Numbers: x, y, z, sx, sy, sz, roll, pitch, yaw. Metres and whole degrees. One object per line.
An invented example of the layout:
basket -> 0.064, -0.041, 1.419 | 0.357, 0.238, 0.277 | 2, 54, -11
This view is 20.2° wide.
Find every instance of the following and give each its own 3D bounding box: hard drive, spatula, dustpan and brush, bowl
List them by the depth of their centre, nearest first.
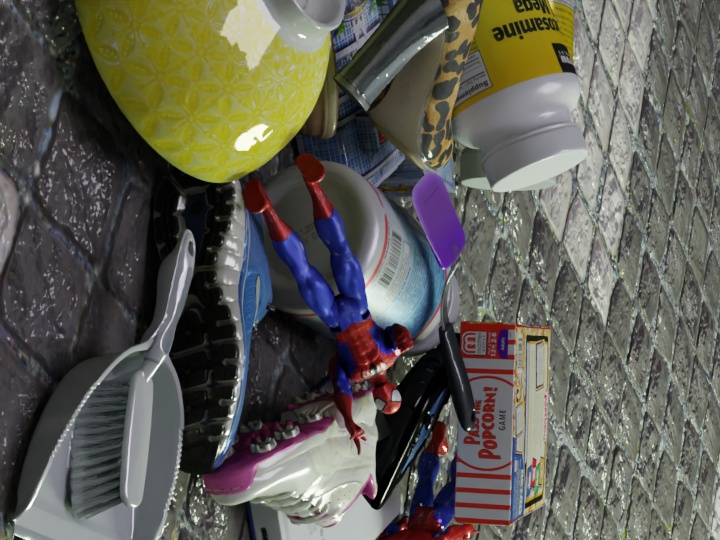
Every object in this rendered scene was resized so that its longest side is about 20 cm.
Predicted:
dustpan and brush -> -0.136, 0.072, 1.204 | 0.140, 0.057, 0.202 | 38, 54, -59
bowl -> -0.074, -0.166, 1.238 | 0.200, 0.107, 0.201 | 40, 39, -44
spatula -> 0.064, 0.026, 1.440 | 0.057, 0.020, 0.201 | -51, 138, -56
hard drive -> -0.026, 0.158, 1.487 | 0.200, 0.025, 0.133 | -38, 123, -61

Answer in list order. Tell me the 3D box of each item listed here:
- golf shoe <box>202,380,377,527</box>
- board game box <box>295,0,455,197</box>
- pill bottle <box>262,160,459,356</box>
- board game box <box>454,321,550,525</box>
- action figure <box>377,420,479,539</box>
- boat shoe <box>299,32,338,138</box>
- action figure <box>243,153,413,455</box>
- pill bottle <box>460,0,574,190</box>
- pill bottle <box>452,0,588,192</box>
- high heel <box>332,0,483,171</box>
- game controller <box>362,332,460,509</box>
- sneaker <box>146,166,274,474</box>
golf shoe -> -0.037, 0.136, 1.351 | 0.200, 0.075, 0.092 | -21, 102, -61
board game box -> 0.014, -0.132, 1.552 | 0.200, 0.061, 0.201 | -48, 131, -57
pill bottle -> 0.000, 0.000, 1.454 | 0.200, 0.108, 0.110 | 35, 57, -62
board game box -> 0.115, 0.118, 1.600 | 0.200, 0.046, 0.153 | 12, 79, -77
action figure -> 0.058, 0.197, 1.624 | 0.200, 0.065, 0.052 | -58, 144, -53
boat shoe -> -0.062, -0.183, 1.386 | 0.071, 0.064, 0.201 | -131, -154, -71
action figure -> -0.007, 0.033, 1.304 | 0.201, 0.065, 0.099 | 64, 0, -37
pill bottle -> 0.129, -0.174, 1.750 | 0.113, 0.112, 0.202 | 15, 76, -65
pill bottle -> 0.111, -0.172, 1.638 | 0.112, 0.112, 0.201 | 2, 66, -66
high heel -> 0.065, -0.149, 1.431 | 0.143, 0.071, 0.200 | -48, 157, 0
game controller -> 0.044, 0.111, 1.517 | 0.200, 0.042, 0.105 | -40, 146, -73
sneaker -> -0.088, 0.032, 1.294 | 0.089, 0.078, 0.202 | 32, 59, -59
